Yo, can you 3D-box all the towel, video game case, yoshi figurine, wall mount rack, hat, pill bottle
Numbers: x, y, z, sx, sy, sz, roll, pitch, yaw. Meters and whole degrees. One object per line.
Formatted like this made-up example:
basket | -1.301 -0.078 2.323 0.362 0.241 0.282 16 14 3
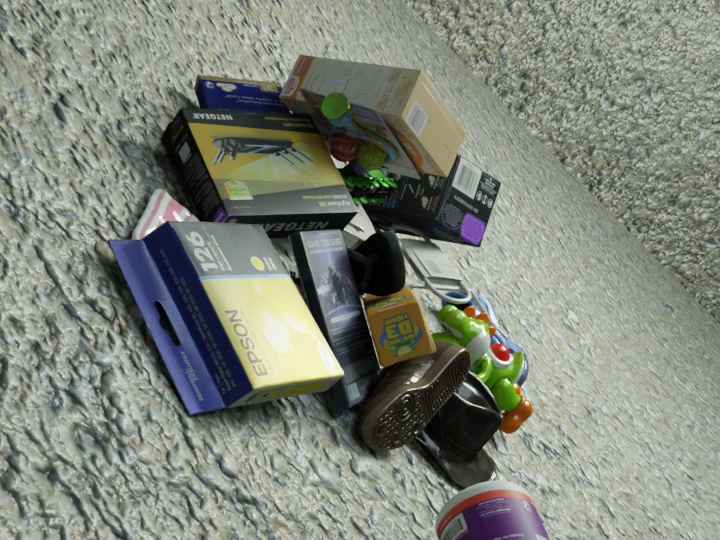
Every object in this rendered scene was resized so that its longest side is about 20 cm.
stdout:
towel | -0.158 0.002 1.257 0.200 0.030 0.147 42 20 -19
video game case | -0.024 0.052 1.339 0.143 0.019 0.201 -9 82 -72
yoshi figurine | 0.146 0.138 1.584 0.200 0.112 0.112 53 44 -28
wall mount rack | 0.110 0.016 1.656 0.173 0.075 0.200 8 30 -28
hat | 0.123 0.174 1.457 0.201 0.081 0.201 42 19 -19
pill bottle | 0.154 0.323 1.198 0.112 0.112 0.200 33 25 -38

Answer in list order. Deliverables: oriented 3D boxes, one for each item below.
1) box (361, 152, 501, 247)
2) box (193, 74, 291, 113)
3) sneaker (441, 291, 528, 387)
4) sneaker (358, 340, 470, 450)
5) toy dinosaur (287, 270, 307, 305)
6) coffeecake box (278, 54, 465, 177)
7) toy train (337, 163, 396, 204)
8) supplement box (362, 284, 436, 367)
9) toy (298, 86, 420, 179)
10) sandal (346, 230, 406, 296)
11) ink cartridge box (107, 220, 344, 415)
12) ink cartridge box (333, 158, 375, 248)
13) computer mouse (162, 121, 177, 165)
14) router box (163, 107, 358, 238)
box | 0.087 -0.114 1.731 0.199 0.107 0.122 11 -12 43
box | -0.142 -0.180 1.531 0.121 0.032 0.201 2 47 -24
sneaker | 0.178 0.104 1.726 0.082 0.074 0.200 28 21 -41
sneaker | 0.048 0.143 1.358 0.075 0.071 0.200 14 30 36
toy dinosaur | -0.050 0.050 1.387 0.200 0.058 0.102 42 34 -58
coffeecake box | 0.016 -0.206 1.552 0.199 0.073 0.154 14 -18 35
toy train | -0.008 -0.120 1.587 0.056 0.042 0.200 42 17 15
supplement box | 0.043 0.064 1.390 0.200 0.066 0.069 -111 -175 -83
toy | -0.006 -0.160 1.506 0.115 0.047 0.200 20 -16 25
sandal | 0.000 0.001 1.436 0.043 0.200 0.076 -15 88 -26
ink cartridge box | -0.130 0.039 1.162 0.200 0.047 0.198 0 57 -57
ink cartridge box | -0.060 -0.097 1.591 0.116 0.067 0.200 23 30 -50
computer mouse | -0.183 -0.109 1.402 0.059 0.034 0.200 18 37 -57
router box | -0.118 -0.116 1.404 0.199 0.052 0.158 -5 59 -42
